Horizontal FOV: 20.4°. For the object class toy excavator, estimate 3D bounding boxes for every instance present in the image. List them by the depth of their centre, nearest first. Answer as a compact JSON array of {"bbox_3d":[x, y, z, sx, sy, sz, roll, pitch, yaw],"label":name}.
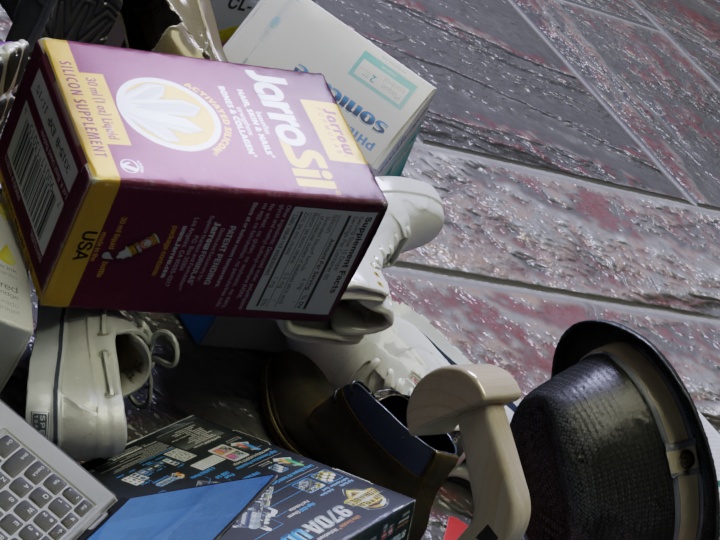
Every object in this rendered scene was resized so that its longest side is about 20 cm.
[{"bbox_3d":[0.060,0.179,1.090,0.099,0.200,0.195,2,43,-50],"label":"toy excavator"}]

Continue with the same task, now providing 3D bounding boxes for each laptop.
[{"bbox_3d":[-0.181,0.120,0.947,0.199,0.116,0.187,38,47,11],"label":"laptop"}]

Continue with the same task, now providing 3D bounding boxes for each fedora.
[{"bbox_3d":[0.155,0.138,1.350,0.091,0.202,0.201,-15,48,-27],"label":"fedora"}]

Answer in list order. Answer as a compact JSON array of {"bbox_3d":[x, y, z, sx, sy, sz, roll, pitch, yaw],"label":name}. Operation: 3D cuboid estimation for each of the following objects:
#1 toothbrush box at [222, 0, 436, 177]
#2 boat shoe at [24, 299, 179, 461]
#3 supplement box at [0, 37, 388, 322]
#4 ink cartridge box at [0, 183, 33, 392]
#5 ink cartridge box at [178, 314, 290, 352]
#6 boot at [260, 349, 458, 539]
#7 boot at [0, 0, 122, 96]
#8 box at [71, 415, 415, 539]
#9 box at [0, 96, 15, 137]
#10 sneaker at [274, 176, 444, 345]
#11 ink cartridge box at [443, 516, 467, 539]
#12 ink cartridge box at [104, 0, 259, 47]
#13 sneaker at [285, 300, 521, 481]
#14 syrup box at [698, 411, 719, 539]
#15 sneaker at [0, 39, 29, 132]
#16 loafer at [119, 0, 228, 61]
[{"bbox_3d":[-0.037,-0.111,1.527,0.146,0.086,0.200,35,-18,5],"label":"toothbrush box"},{"bbox_3d":[-0.150,0.053,1.183,0.085,0.075,0.202,3,20,-6],"label":"boat shoe"},{"bbox_3d":[-0.104,-0.052,1.212,0.198,0.104,0.131,3,42,-32],"label":"supplement box"},{"bbox_3d":[-0.278,-0.015,1.189,0.144,0.084,0.201,22,26,-25],"label":"ink cartridge box"},{"bbox_3d":[-0.101,-0.031,1.453,0.116,0.068,0.200,7,36,-42],"label":"ink cartridge box"},{"bbox_3d":[0.002,0.098,1.305,0.074,0.097,0.201,12,32,-38],"label":"boot"},{"bbox_3d":[-0.252,-0.187,1.471,0.065,0.165,0.200,27,16,-38],"label":"boot"},{"bbox_3d":[-0.083,0.146,1.112,0.158,0.046,0.200,18,17,23],"label":"box"},{"bbox_3d":[-0.312,-0.128,1.289,0.118,0.042,0.200,17,-8,30],"label":"box"},{"bbox_3d":[0.000,0.000,1.366,0.199,0.074,0.116,-9,51,-41],"label":"sneaker"},{"bbox_3d":[0.119,0.230,1.267,0.160,0.050,0.200,32,26,-4],"label":"ink cartridge box"},{"bbox_3d":[-0.153,-0.198,1.538,0.147,0.201,0.086,5,36,-45],"label":"ink cartridge box"},{"bbox_3d":[0.035,0.087,1.396,0.199,0.077,0.081,29,32,-13],"label":"sneaker"},{"bbox_3d":[0.229,0.154,1.498,0.081,0.079,0.200,7,36,-45],"label":"syrup box"},{"bbox_3d":[-0.266,-0.107,1.184,0.083,0.081,0.200,31,24,12],"label":"sneaker"},{"bbox_3d":[-0.127,-0.129,1.398,0.067,0.076,0.201,9,48,-47],"label":"loafer"}]
